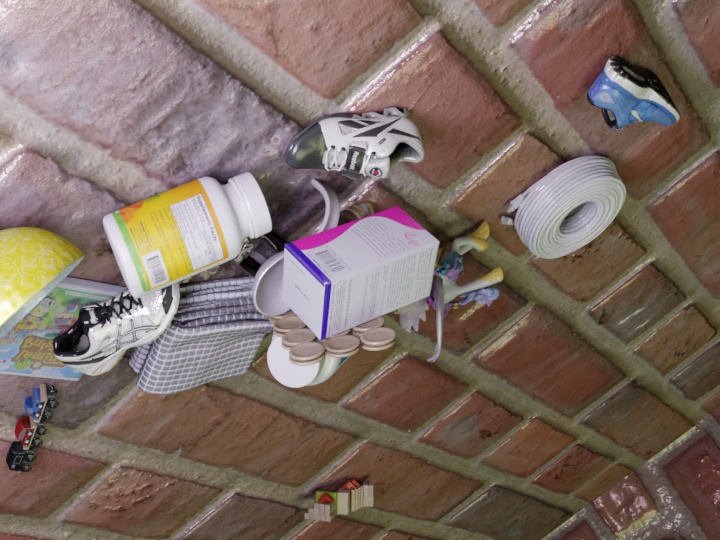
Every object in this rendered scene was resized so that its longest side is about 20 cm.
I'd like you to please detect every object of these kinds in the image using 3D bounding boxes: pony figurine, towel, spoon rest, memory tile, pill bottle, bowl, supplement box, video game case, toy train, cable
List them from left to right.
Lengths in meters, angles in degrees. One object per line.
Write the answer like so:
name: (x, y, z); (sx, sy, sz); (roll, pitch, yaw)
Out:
bowl: (-0.432, 0.010, 1.321); (0.200, 0.108, 0.200); (-41, -173, 6)
toy train: (-0.493, 0.236, 1.677); (0.045, 0.034, 0.201); (7, 133, -29)
video game case: (-0.422, 0.079, 1.530); (0.198, 0.022, 0.182); (13, 128, -49)
pill bottle: (-0.219, -0.052, 1.438); (0.197, 0.112, 0.112); (-23, 148, -14)
towel: (-0.228, 0.101, 1.666); (0.197, 0.086, 0.167); (-8, 142, -34)
spoon rest: (-0.086, -0.025, 1.573); (0.099, 0.060, 0.202); (22, 97, -51)
pill bottle: (-0.071, 0.109, 1.709); (0.112, 0.113, 0.200); (-42, 178, 18)
memory tile: (-0.044, 0.079, 1.567); (0.151, 0.200, 0.017); (-11, 112, -12)
supplement box: (0.000, 0.000, 1.556); (0.198, 0.101, 0.105); (-21, 135, -31)
pony figurine: (0.133, 0.027, 1.841); (0.197, 0.166, 0.196); (-13, 112, -21)
cable: (0.355, -0.106, 1.896); (0.200, 0.070, 0.199); (-43, 146, 18)

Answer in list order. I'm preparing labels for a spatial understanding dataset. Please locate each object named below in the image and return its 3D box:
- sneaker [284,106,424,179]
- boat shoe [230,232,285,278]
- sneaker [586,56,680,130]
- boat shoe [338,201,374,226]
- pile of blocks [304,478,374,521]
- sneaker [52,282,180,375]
sneaker: (-0.002, -0.160, 1.501); (0.197, 0.089, 0.075); (-16, 147, -21)
boat shoe: (-0.146, -0.025, 1.589); (0.067, 0.057, 0.199); (-39, 148, 13)
sneaker: (0.420, -0.263, 1.745); (0.198, 0.079, 0.089); (16, 133, -40)
boat shoe: (0.013, -0.006, 1.690); (0.076, 0.071, 0.203); (-31, 127, -39)
pile of blocks: (-0.043, 0.476, 2.382); (0.198, 0.081, 0.063); (-4, 98, -50)
sneaker: (-0.328, 0.069, 1.503); (0.199, 0.076, 0.087); (-41, 147, 14)
